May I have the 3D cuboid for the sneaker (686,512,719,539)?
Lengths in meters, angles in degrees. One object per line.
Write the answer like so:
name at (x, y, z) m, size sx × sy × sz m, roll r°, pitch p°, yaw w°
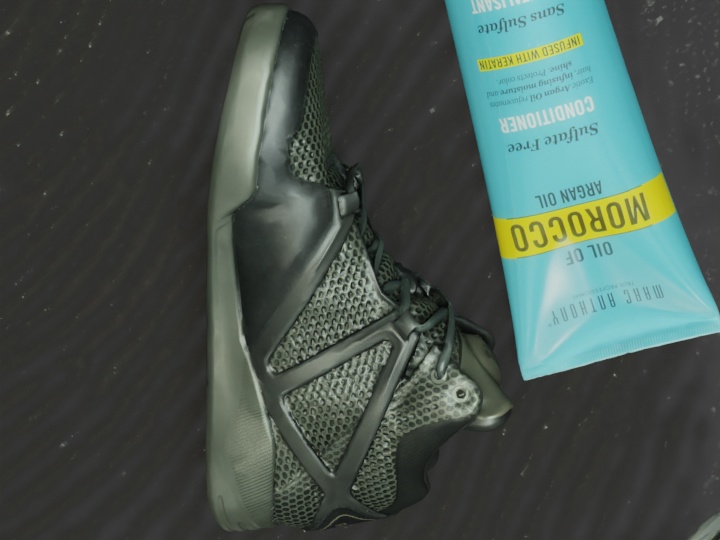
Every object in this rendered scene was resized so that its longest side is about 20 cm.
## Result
sneaker at (0.198, 0.084, 1.036) m, size 0.200 × 0.088 × 0.076 m, roll -42°, pitch 91°, yaw 11°

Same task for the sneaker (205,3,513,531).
sneaker at (0.000, 0.000, 1.056) m, size 0.114 × 0.076 × 0.200 m, roll 0°, pitch 104°, yaw 6°

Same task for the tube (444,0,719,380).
tube at (0.070, -0.062, 1.052) m, size 0.077 × 0.050 × 0.201 m, roll -13°, pitch 104°, yaw 18°
